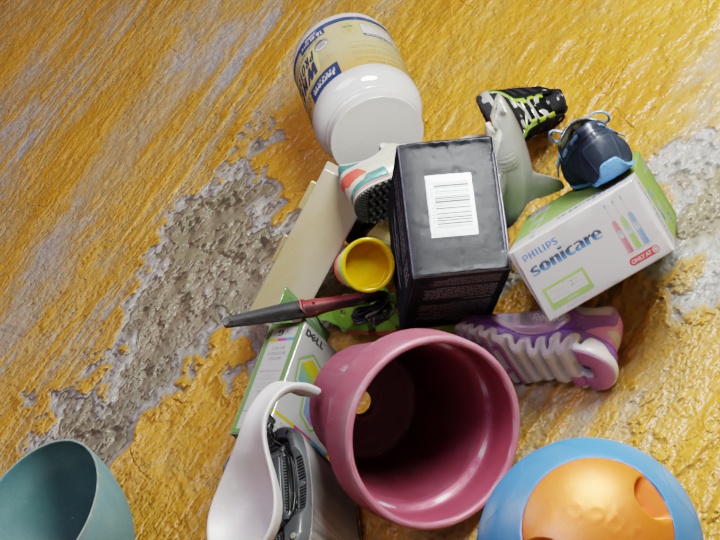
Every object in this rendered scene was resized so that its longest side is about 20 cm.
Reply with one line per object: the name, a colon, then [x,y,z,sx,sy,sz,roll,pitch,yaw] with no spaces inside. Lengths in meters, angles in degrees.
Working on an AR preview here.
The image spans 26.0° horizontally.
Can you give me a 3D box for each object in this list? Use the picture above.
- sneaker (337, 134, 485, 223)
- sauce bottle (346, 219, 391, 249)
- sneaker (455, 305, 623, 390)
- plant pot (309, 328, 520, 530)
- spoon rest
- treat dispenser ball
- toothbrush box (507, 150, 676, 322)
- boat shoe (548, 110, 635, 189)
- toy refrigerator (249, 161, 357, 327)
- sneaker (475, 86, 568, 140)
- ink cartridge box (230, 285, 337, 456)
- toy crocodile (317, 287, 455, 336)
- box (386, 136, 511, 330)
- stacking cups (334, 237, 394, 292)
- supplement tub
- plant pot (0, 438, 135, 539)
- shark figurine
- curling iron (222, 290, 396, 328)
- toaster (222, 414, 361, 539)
sneaker: [0.066,-0.128,1.813,0.199,0.071,0.094,-22,45,-15]
sauce bottle: [0.041,-0.032,1.856,0.066,0.066,0.200,-52,25,-10]
sneaker: [0.194,0.067,1.640,0.199,0.081,0.089,5,53,38]
plant pot: [0.038,0.152,1.620,0.200,0.200,0.179,-53,24,-10]
spoon rest: [-0.103,0.199,1.570,0.099,0.061,0.201,-2,61,45]
treat dispenser ball: [0.200,0.248,1.366,0.200,0.201,0.202,-24,43,24]
toothbrush box: [0.242,-0.039,1.602,0.145,0.086,0.200,-31,3,16]
boat shoe: [0.241,-0.130,1.600,0.084,0.069,0.200,-32,3,-4]
toy refrigerator: [-0.063,-0.027,1.879,0.201,0.070,0.076,-61,3,11]
sneaker: [0.193,-0.190,1.798,0.082,0.072,0.200,-25,1,20]
ink cartridge box: [-0.069,0.127,1.789,0.059,0.104,0.201,-7,51,37]
toy crocodile: [0.031,0.050,1.810,0.199,0.062,0.067,-3,12,41]
box: [0.090,-0.035,1.653,0.103,0.200,0.149,-5,74,-3]
stacking cups: [0.000,0.000,1.785,0.061,0.060,0.200,-49,1,-6]
supplement tub: [-0.002,-0.225,2.012,0.144,0.144,0.201,-35,39,12]
plant pot: [-0.343,0.320,1.835,0.199,0.135,0.201,-23,43,24]
shark figurine: [0.176,-0.086,1.703,0.089,0.215,0.129,-8,64,-3]
curling iron: [-0.058,0.046,1.753,0.198,0.026,0.050,-4,31,8]
toaster: [-0.072,0.262,1.651,0.113,0.129,0.201,-28,42,18]
